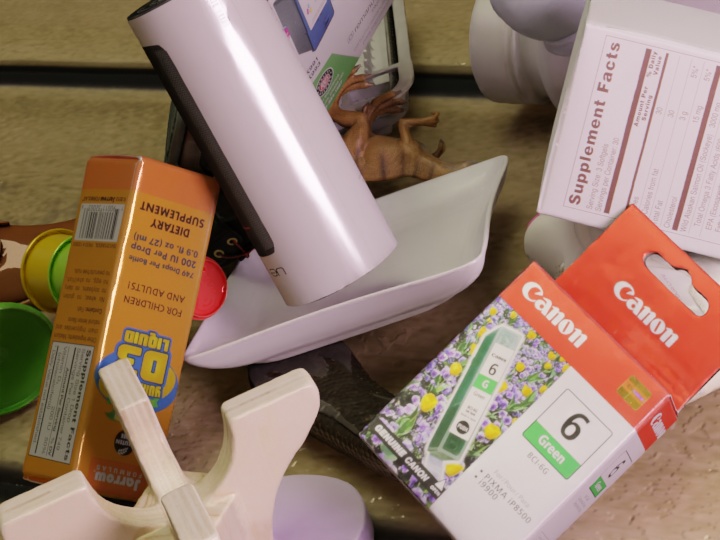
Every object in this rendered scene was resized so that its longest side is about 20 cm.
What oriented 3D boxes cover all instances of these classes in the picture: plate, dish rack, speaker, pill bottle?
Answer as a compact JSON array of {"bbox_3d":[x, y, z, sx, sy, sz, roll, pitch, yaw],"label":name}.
[{"bbox_3d":[0.000,0.000,1.278,0.198,0.033,0.200,-20,17,16],"label":"plate"},{"bbox_3d":[-0.039,-0.144,1.536,0.170,0.044,0.201,-16,34,8],"label":"dish rack"},{"bbox_3d":[-0.056,-0.081,1.198,0.081,0.201,0.081,-27,14,7],"label":"speaker"},{"bbox_3d":[0.181,-0.157,1.374,0.198,0.115,0.115,4,40,31],"label":"pill bottle"}]

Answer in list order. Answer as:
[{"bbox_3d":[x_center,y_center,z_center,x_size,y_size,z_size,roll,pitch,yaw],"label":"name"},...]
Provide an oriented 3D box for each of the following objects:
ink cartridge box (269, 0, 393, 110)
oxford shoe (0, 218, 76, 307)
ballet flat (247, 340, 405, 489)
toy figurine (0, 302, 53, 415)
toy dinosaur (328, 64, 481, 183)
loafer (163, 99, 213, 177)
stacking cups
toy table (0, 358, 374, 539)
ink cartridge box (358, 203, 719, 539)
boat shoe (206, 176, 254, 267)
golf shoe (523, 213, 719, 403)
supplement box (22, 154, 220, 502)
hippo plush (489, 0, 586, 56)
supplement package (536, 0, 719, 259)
[{"bbox_3d":[-0.053,-0.205,1.323,0.087,0.200,0.146,22,69,23],"label":"ink cartridge box"},{"bbox_3d":[-0.269,-0.010,1.445,0.198,0.072,0.072,-15,32,5],"label":"oxford shoe"},{"bbox_3d":[-0.004,0.087,1.200,0.067,0.047,0.199,-35,31,-22],"label":"ballet flat"},{"bbox_3d":[-0.324,0.026,1.357,0.198,0.152,0.184,-10,31,-24],"label":"toy figurine"},{"bbox_3d":[-0.007,-0.081,1.395,0.198,0.061,0.107,-4,61,16],"label":"toy dinosaur"},{"bbox_3d":[-0.099,-0.096,1.357,0.062,0.073,0.200,8,-8,-6],"label":"loafer"},{"bbox_3d":[-0.153,0.010,1.331,0.060,0.061,0.199,-40,27,-27],"label":"stacking cups"},{"bbox_3d":[-0.098,0.140,1.101,0.199,0.118,0.184,-32,35,-18],"label":"toy table"},{"bbox_3d":[0.108,0.060,1.076,0.200,0.050,0.109,-44,67,-2],"label":"ink cartridge box"},{"bbox_3d":[-0.087,-0.034,1.351,0.200,0.064,0.073,-8,-8,44],"label":"boat shoe"},{"bbox_3d":[0.152,0.017,1.185,0.091,0.076,0.199,-38,36,-20],"label":"golf shoe"},{"bbox_3d":[-0.143,0.035,1.209,0.068,0.066,0.202,7,83,51],"label":"supplement box"},{"bbox_3d":[0.165,-0.203,1.272,0.161,0.159,0.201,-44,23,37],"label":"hippo plush"},{"bbox_3d":[0.212,-0.078,1.159,0.198,0.118,0.117,14,20,5],"label":"supplement package"}]
